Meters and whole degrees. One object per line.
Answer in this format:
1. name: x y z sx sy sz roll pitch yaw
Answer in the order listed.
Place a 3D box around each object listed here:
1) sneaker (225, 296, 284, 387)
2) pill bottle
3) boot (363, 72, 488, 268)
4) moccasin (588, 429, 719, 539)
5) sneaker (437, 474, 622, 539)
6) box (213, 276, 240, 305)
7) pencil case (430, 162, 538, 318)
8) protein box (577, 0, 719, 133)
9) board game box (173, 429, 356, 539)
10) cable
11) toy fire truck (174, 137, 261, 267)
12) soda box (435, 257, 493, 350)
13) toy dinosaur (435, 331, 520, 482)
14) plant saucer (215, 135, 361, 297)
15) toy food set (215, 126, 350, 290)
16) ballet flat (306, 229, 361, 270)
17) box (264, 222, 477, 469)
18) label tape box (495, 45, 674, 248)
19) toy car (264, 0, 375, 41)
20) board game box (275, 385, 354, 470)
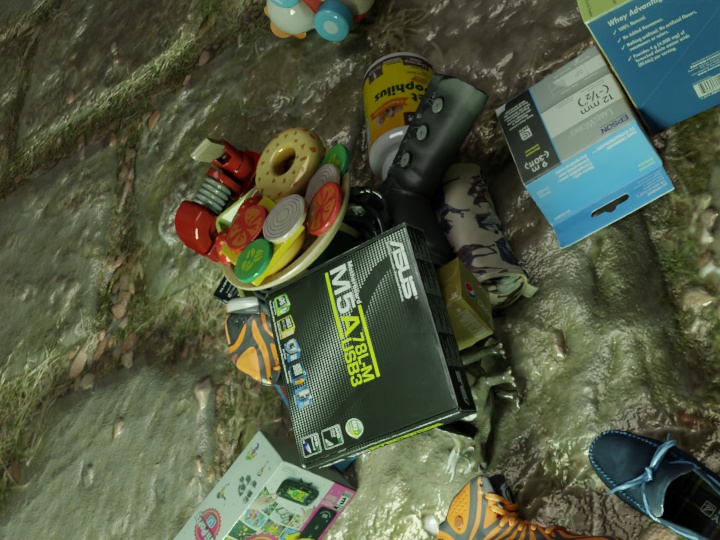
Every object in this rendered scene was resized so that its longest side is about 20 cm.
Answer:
1. sneaker: -0.070 0.084 1.059 0.198 0.077 0.113 -7 80 21
2. pill bottle: 0.062 -0.189 1.168 0.109 0.109 0.201 -25 50 26
3. boot: 0.093 -0.120 1.009 0.165 0.065 0.201 38 98 46
4. moccasin: 0.285 0.191 0.768 0.199 0.068 0.081 24 80 46
5. sneaker: 0.153 0.245 0.827 0.199 0.077 0.113 -19 54 30
6. box: -0.107 -0.017 1.246 0.158 0.046 0.201 22 79 45
7. pencil case: 0.138 -0.043 1.036 0.078 0.089 0.201 -56 34 39
8. protein box: 0.352 -0.288 0.921 0.198 0.200 0.136 -24 50 27
9. board game box: -0.117 0.295 0.984 0.200 0.147 0.064 -52 46 1
10. cable: -0.053 -0.010 1.012 0.199 0.051 0.165 -10 70 30
11. toy fire truck: -0.211 -0.114 1.283 0.128 0.200 0.177 24 80 46
12. soda box: 0.045 0.071 0.952 0.199 0.064 0.068 -31 32 24
13. toy dinosaur: 0.111 0.114 0.943 0.102 0.077 0.201 -18 64 4
14. plant saucer: -0.088 -0.052 1.176 0.199 0.048 0.201 -37 49 12
15. toy food set: -0.088 -0.067 0.987 0.200 0.049 0.198 -51 37 -2
16. ballet flat: 0.000 0.000 1.044 0.199 0.064 0.068 18 65 33
17. box: 0.003 0.081 0.897 0.192 0.047 0.201 -26 68 30
18. label tape box: 0.254 -0.144 1.011 0.143 0.066 0.201 -30 46 22
19. toy car: -0.084 -0.448 1.456 0.200 0.176 0.185 -40 22 55
20. board game box: -0.012 0.105 1.081 0.196 0.056 0.200 -46 44 6
